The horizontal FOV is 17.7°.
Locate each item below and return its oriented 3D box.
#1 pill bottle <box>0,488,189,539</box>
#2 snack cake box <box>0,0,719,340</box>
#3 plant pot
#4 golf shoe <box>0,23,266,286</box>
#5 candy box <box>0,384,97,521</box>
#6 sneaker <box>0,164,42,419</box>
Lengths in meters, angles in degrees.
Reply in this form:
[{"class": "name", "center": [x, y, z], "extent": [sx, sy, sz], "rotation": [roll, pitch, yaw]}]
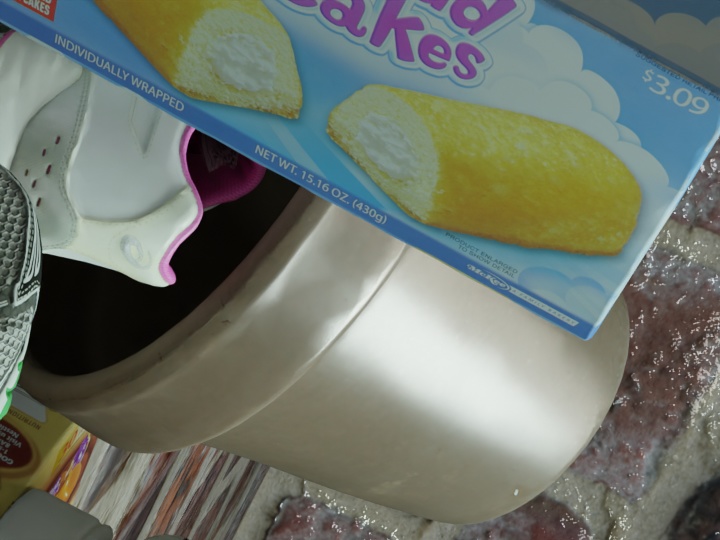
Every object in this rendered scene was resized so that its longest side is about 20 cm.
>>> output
[{"class": "pill bottle", "center": [-0.054, 0.166, 0.841], "extent": [0.114, 0.200, 0.114], "rotation": [-63, 175, -10]}, {"class": "snack cake box", "center": [-0.002, -0.079, 0.565], "extent": [0.067, 0.200, 0.115], "rotation": [-59, 175, -31]}, {"class": "plant pot", "center": [0.000, 0.000, 0.826], "extent": [0.200, 0.175, 0.200], "rotation": [-35, -145, 29]}, {"class": "golf shoe", "center": [-0.063, -0.060, 0.744], "extent": [0.200, 0.091, 0.075], "rotation": [-59, 174, -50]}, {"class": "candy box", "center": [-0.166, 0.112, 0.881], "extent": [0.117, 0.056, 0.200], "rotation": [-65, 176, 39]}, {"class": "sneaker", "center": [-0.120, 0.015, 0.530], "extent": [0.085, 0.078, 0.200], "rotation": [-52, -179, 27]}]
